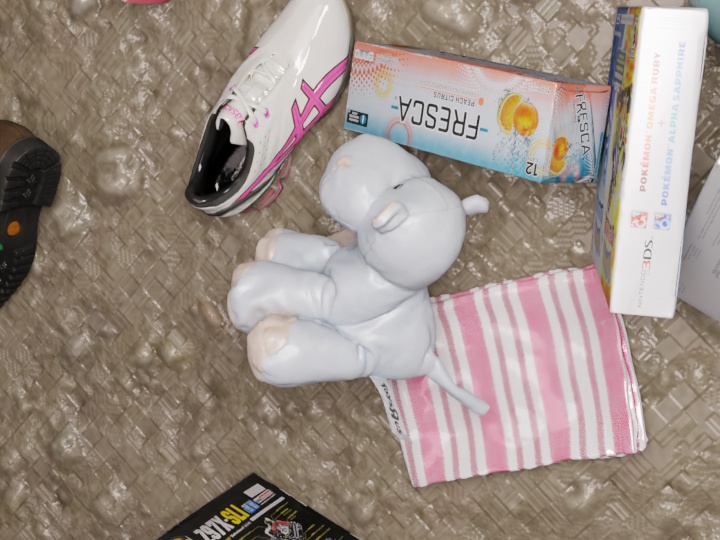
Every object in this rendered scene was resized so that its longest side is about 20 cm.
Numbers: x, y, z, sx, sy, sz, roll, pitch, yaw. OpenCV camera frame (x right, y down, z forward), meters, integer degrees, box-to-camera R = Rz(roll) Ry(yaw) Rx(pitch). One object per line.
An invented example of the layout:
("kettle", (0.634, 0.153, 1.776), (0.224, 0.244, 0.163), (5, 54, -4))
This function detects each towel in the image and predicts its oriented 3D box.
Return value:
("towel", (0.110, 0.084, 1.038), (0.198, 0.030, 0.148), (-12, 94, 23))

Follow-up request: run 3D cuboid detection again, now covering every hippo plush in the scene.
("hippo plush", (0.000, 0.000, 0.958), (0.201, 0.158, 0.162), (52, 141, 30))

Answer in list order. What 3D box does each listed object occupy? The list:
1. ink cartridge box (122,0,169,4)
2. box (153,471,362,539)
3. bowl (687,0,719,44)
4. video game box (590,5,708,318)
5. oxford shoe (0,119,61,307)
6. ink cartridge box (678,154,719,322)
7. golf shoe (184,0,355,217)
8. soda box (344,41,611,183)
("ink cartridge box", (-0.149, -0.328, 1.036), (0.200, 0.083, 0.147), (-44, 82, 22))
("box", (-0.066, 0.240, 1.041), (0.158, 0.200, 0.050), (28, 106, 13))
("bowl", (0.268, -0.210, 0.841), (0.104, 0.200, 0.204), (15, 104, 25))
("video game box", (0.185, -0.080, 0.888), (0.046, 0.200, 0.185), (3, 101, 6))
("oxford shoe", (-0.325, -0.038, 1.172), (0.084, 0.072, 0.202), (37, 109, 29))
("ink cartridge box", (0.297, -0.013, 0.854), (0.174, 0.200, 0.084), (32, 73, 13))
("golf shoe", (-0.068, -0.127, 1.037), (0.072, 0.092, 0.202), (32, 108, 14))
("soda box", (0.078, -0.114, 0.955), (0.199, 0.063, 0.069), (22, 109, 45))
